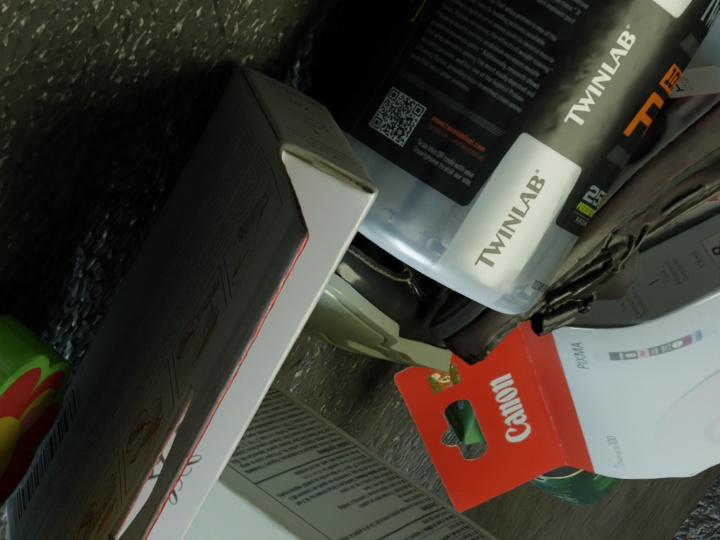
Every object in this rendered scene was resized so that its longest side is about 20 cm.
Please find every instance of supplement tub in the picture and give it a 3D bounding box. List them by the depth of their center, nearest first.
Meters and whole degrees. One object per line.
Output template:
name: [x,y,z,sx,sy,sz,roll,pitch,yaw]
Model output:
supplement tub: [0.065,-0.094,0.753,0.200,0.122,0.122,-58,162,6]

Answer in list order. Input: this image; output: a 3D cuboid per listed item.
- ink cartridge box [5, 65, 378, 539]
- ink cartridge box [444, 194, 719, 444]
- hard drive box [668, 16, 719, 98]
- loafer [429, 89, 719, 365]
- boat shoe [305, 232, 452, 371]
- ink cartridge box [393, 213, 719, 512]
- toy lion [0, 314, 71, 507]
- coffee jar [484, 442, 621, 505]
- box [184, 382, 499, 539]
ink cartridge box: [-0.059,0.047,0.656,0.200,0.045,0.176,-61,-160,15]
ink cartridge box: [0.123,-0.011,1.018,0.145,0.088,0.200,-8,137,-22]
hard drive box: [0.196,-0.175,0.862,0.077,0.156,0.200,51,62,-26]
loafer: [0.118,-0.019,0.872,0.200,0.063,0.072,-43,-173,-21]
boat shoe: [0.000,0.000,0.861,0.200,0.072,0.068,28,78,-71]
ink cartridge box: [0.133,0.066,1.006,0.200,0.057,0.163,-29,143,-3]
toy lion: [-0.171,0.098,0.593,0.200,0.069,0.192,-53,172,2]
coffee jar: [0.124,0.094,1.267,0.085,0.104,0.200,-57,163,-4]
box: [-0.023,0.142,0.812,0.109,0.200,0.128,-61,161,15]
